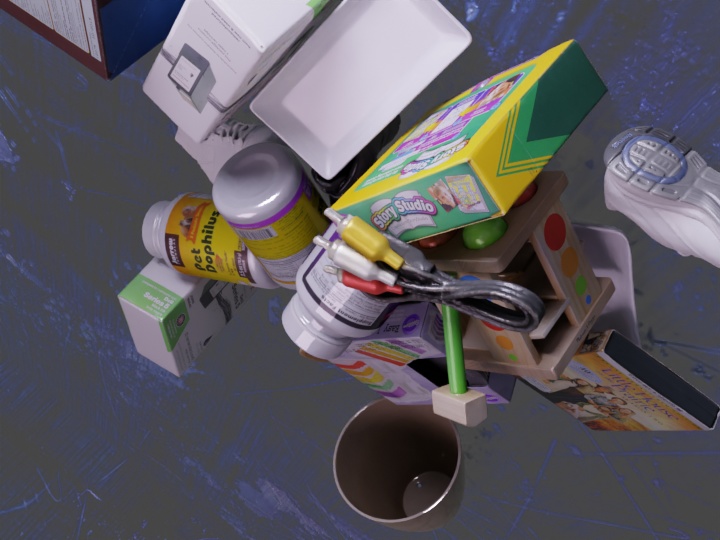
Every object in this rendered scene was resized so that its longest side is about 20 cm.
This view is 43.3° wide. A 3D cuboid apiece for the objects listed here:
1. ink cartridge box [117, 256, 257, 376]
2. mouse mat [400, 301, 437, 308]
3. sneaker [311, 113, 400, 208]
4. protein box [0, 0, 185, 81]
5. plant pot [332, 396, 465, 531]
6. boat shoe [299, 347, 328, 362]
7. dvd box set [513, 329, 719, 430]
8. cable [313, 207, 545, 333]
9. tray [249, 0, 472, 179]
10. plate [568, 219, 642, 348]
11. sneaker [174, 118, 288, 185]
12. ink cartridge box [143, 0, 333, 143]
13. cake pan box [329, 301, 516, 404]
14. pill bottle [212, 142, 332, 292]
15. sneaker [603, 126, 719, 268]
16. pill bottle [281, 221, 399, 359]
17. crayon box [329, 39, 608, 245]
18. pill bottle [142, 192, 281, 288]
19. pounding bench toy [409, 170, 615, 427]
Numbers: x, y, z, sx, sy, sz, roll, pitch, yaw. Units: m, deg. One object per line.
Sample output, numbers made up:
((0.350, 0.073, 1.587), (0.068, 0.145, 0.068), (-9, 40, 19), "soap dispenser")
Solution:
((-0.238, 0.027, 1.297), (0.084, 0.200, 0.146), (26, 147, 20), "ink cartridge box")
((0.089, 0.080, 1.096), (0.160, 0.008, 0.200), (11, 155, 20), "mouse mat")
((-0.018, -0.107, 0.977), (0.076, 0.091, 0.200), (32, 151, 15), "sneaker")
((-0.248, -0.325, 0.853), (0.200, 0.199, 0.135), (34, 149, 13), "protein box")
((0.079, 0.308, 1.339), (0.187, 0.188, 0.200), (22, 159, 31), "plant pot")
((-0.003, 0.061, 1.190), (0.199, 0.069, 0.074), (-22, 143, 35), "boat shoe")
((0.256, 0.122, 0.956), (0.146, 0.029, 0.200), (35, 161, -12), "dvd box set")
((0.051, 0.018, 0.750), (0.200, 0.050, 0.097), (29, 143, 22), "cable")
((-0.002, -0.184, 0.838), (0.107, 0.022, 0.200), (43, 118, -12), "tray")
((0.198, 0.011, 0.936), (0.199, 0.032, 0.200), (16, 140, 38), "plate")
((-0.162, -0.161, 1.091), (0.116, 0.074, 0.200), (48, 151, -16), "sneaker")
((-0.109, -0.227, 0.857), (0.084, 0.146, 0.200), (45, 150, -8), "ink cartridge box")
((0.065, 0.105, 1.098), (0.199, 0.053, 0.184), (-8, 147, 43), "cake pan box")
((-0.081, -0.047, 1.039), (0.104, 0.104, 0.200), (20, 157, 33), "pill bottle")
((0.288, -0.041, 0.744), (0.200, 0.075, 0.087), (38, 163, 20), "sneaker")
((0.000, 0.000, 0.968), (0.111, 0.111, 0.200), (40, 119, 3), "pill bottle")
((0.087, -0.100, 0.781), (0.058, 0.173, 0.200), (51, 149, -16), "crayon box")
((-0.182, -0.042, 1.173), (0.199, 0.109, 0.110), (8, 137, 29), "pill bottle")
((0.110, 0.020, 0.819), (0.124, 0.200, 0.156), (3, 133, 47), "pounding bench toy")
